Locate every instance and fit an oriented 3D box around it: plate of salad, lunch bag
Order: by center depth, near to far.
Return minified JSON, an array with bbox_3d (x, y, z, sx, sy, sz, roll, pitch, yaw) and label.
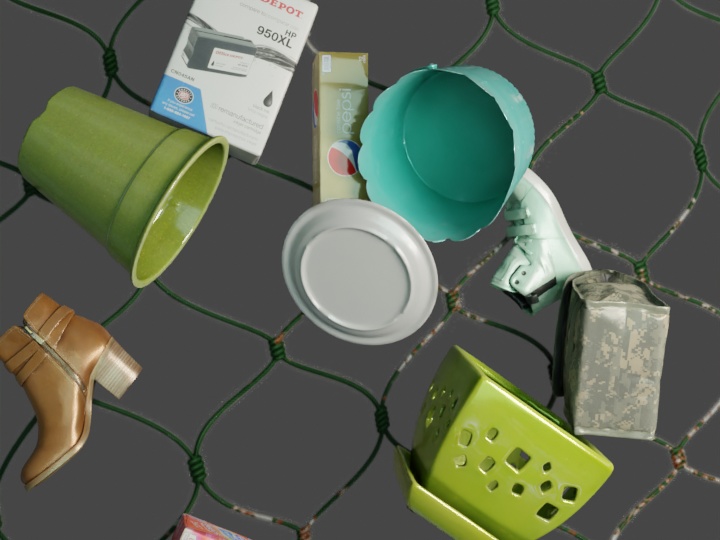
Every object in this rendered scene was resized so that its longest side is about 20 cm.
[{"bbox_3d":[0.000,0.000,1.346,0.198,0.048,0.201,8,121,14],"label":"plate of salad"},{"bbox_3d":[0.298,0.094,1.349,0.117,0.200,0.165,5,101,2],"label":"lunch bag"}]

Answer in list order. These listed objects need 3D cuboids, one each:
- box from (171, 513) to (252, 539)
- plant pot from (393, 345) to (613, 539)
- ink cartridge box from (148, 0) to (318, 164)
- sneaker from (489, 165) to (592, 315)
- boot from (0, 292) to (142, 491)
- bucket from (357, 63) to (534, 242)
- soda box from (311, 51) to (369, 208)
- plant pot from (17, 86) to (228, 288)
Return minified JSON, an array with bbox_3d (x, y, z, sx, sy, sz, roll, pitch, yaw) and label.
[{"bbox_3d":[-0.203,0.406,1.308,0.102,0.095,0.201,24,84,-9],"label":"box"},{"bbox_3d":[0.154,0.230,1.330,0.198,0.200,0.182,35,92,-8],"label":"plant pot"},{"bbox_3d":[-0.155,-0.252,1.343,0.144,0.084,0.201,22,84,-9],"label":"ink cartridge box"},{"bbox_3d":[0.200,-0.040,1.403,0.118,0.074,0.201,-36,97,-16],"label":"sneaker"},{"bbox_3d":[-0.373,0.140,1.294,0.155,0.077,0.200,39,80,-9],"label":"boot"},{"bbox_3d":[0.108,-0.149,1.324,0.206,0.135,0.209,7,109,20],"label":"bucket"},{"bbox_3d":[-0.025,-0.165,1.372,0.063,0.068,0.202,0,88,-11],"label":"soda box"},{"bbox_3d":[-0.283,-0.115,1.278,0.189,0.200,0.201,32,83,4],"label":"plant pot"}]
